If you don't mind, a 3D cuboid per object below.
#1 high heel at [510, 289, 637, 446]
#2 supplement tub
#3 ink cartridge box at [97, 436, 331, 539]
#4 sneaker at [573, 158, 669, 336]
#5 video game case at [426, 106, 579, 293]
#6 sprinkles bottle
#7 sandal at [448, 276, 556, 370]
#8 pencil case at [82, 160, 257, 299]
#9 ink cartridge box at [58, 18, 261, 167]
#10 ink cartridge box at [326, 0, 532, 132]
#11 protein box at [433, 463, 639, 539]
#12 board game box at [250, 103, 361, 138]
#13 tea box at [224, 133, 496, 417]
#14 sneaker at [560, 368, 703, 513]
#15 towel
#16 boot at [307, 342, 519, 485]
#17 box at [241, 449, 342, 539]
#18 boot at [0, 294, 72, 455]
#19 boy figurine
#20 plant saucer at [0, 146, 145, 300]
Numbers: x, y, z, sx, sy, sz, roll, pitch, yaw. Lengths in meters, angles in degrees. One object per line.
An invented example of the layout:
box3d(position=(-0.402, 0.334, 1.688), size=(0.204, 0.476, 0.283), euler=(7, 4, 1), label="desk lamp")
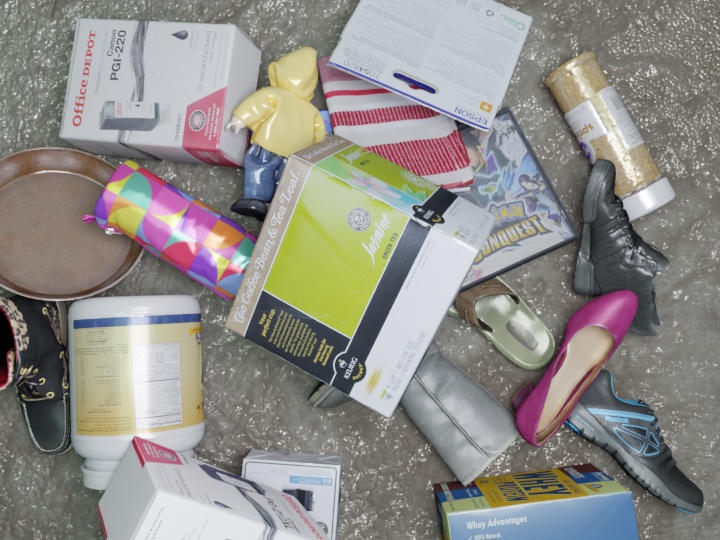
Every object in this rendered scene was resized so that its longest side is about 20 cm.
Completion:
box3d(position=(0.248, 0.111, 0.837), size=(0.067, 0.096, 0.200), euler=(33, 102, -10), label="high heel")
box3d(position=(-0.247, 0.130, 0.836), size=(0.144, 0.144, 0.201), euler=(-3, 87, -1), label="supplement tub")
box3d(position=(-0.139, 0.254, 0.735), size=(0.200, 0.145, 0.084), euler=(29, 85, -26), label="ink cartridge box")
box3d(position=(0.305, -0.025, 0.862), size=(0.104, 0.060, 0.200), euler=(13, 118, 25), label="sneaker")
box3d(position=(0.130, -0.080, 0.876), size=(0.200, 0.026, 0.181), euler=(-23, 80, -16), label="video game case")
box3d(position=(0.295, -0.158, 0.894), size=(0.068, 0.068, 0.200), euler=(-28, 87, -2), label="sprinkles bottle")
box3d(position=(0.152, 0.040, 0.886), size=(0.201, 0.057, 0.080), euler=(36, 89, 0), label="sandal")
box3d(position=(-0.202, -0.042, 0.849), size=(0.200, 0.088, 0.089), euler=(29, 87, -4), label="pencil case")
box3d(position=(-0.229, -0.205, 0.865), size=(0.200, 0.085, 0.146), euler=(6, 86, 15), label="ink cartridge box")
box3d(position=(0.082, -0.256, 0.874), size=(0.199, 0.041, 0.200), euler=(24, 60, 1), label="ink cartridge box")
box3d(position=(0.196, 0.338, 0.832), size=(0.198, 0.135, 0.201), euler=(-7, 87, -1), label="protein box")
box3d(position=(-0.049, -0.086, 0.899), size=(0.134, 0.045, 0.200), euler=(-9, 87, -1), label="board game box")
box3d(position=(0.000, 0.000, 0.761), size=(0.196, 0.134, 0.200), euler=(28, 114, 6), label="tea box")
box3d(position=(0.326, 0.199, 0.872), size=(0.200, 0.073, 0.082), euler=(41, 88, 1), label="sneaker")
box3d(position=(0.039, -0.172, 0.865), size=(0.144, 0.023, 0.200), euler=(-9, 66, -12), label="towel")
box3d(position=(0.063, 0.166, 0.880), size=(0.182, 0.073, 0.200), euler=(-37, 93, -2), label="boot")
box3d(position=(-0.083, 0.315, 0.869), size=(0.116, 0.060, 0.201), euler=(5, 87, 0), label="box")
box3d(position=(-0.371, 0.115, 0.832), size=(0.073, 0.151, 0.201), euler=(-4, 88, -1), label="boot")
box3d(position=(-0.093, -0.156, 0.839), size=(0.124, 0.064, 0.200), euler=(13, 83, -36), label="boy figurine")
box3d(position=(-0.347, -0.050, 0.863), size=(0.200, 0.034, 0.201), euler=(10, 60, -18), label="plant saucer")
